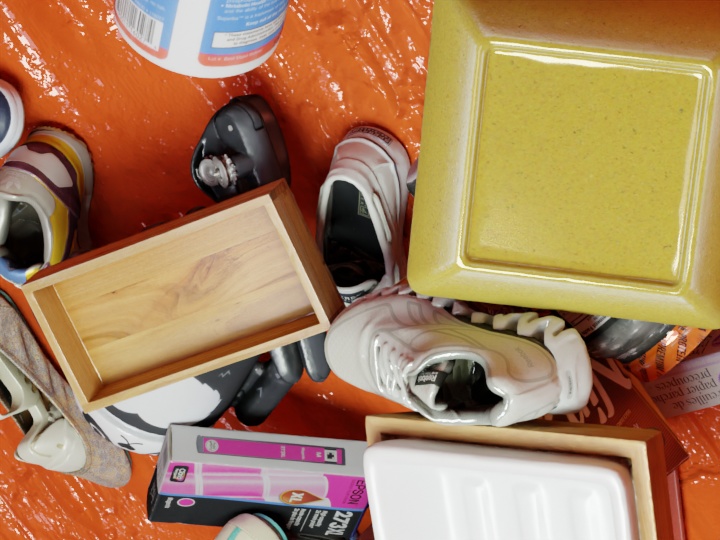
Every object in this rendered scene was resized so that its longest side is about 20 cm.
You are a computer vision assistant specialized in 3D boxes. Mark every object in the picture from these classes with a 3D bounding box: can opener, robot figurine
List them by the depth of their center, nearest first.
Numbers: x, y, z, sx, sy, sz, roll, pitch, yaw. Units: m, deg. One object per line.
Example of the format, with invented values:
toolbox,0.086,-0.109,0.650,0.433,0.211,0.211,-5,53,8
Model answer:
can opener,-0.058,-0.020,1.669,0.063,0.078,0.201,-12,96,53
robot figurine,-0.133,0.046,1.769,0.150,0.125,0.200,55,138,20

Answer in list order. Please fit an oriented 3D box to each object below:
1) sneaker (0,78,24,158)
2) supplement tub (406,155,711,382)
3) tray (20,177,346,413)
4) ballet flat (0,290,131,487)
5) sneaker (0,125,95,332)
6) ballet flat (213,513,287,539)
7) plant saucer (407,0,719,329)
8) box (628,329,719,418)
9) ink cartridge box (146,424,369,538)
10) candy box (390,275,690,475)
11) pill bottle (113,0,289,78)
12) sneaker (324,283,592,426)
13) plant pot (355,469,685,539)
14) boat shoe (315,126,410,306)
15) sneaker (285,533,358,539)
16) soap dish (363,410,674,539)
sneaker,-0.344,-0.107,1.776,0.199,0.108,0.070,2,93,30
supplement tub,0.136,-0.031,1.557,0.200,0.123,0.122,42,134,-6
tray,-0.118,0.018,1.652,0.199,0.037,0.099,-20,104,25
ballet flat,-0.256,0.107,1.930,0.068,0.067,0.200,-24,110,41
sneaker,-0.233,-0.003,1.815,0.075,0.090,0.201,10,128,23
ballet flat,-0.061,0.265,1.824,0.069,0.070,0.200,-4,127,32
plant saucer,0.132,-0.066,1.461,0.199,0.048,0.201,6,105,5
box,0.183,0.079,1.674,0.200,0.041,0.039,-18,113,39
ink cartridge box,-0.049,0.154,1.797,0.199,0.037,0.095,4,146,-13
candy box,0.115,0.070,1.614,0.056,0.117,0.200,-37,85,40
pill bottle,-0.086,-0.228,1.541,0.112,0.112,0.200,26,133,10
sneaker,0.044,0.057,1.530,0.200,0.081,0.075,6,113,44
plant pot,0.104,0.234,1.745,0.176,0.200,0.200,15,131,34
boat shoe,0.000,0.000,1.699,0.072,0.066,0.201,19,131,16
sneaker,-0.004,0.257,1.891,0.200,0.083,0.071,45,134,-9
soap dish,0.104,0.163,1.530,0.199,0.081,0.158,3,111,35
